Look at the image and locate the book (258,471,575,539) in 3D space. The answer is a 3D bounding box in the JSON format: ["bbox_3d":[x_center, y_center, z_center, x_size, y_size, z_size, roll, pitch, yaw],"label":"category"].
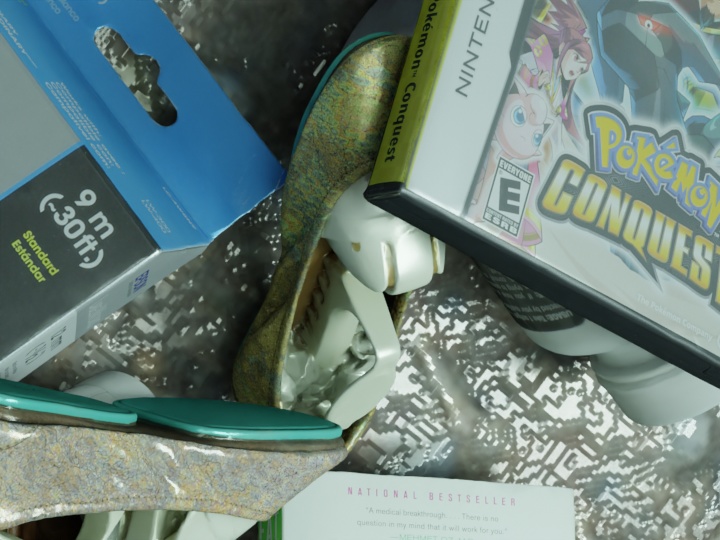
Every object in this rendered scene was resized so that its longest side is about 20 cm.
[{"bbox_3d":[0.021,0.185,1.191,0.133,0.048,0.201,6,74,-26],"label":"book"}]

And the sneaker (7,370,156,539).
[{"bbox_3d":[-0.103,0.146,1.149,0.085,0.073,0.201,-27,107,-46],"label":"sneaker"}]

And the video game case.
[{"bbox_3d":[0.106,-0.071,1.122,0.200,0.025,0.181,27,70,-32],"label":"video game case"}]

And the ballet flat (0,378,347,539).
[{"bbox_3d":[-0.087,0.078,1.082,0.200,0.068,0.068,9,96,-44],"label":"ballet flat"}]

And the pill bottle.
[{"bbox_3d":[0.089,-0.037,1.192,0.111,0.111,0.200,-40,111,-11],"label":"pill bottle"}]

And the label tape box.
[{"bbox_3d":[-0.144,-0.038,1.095,0.200,0.066,0.143,-36,83,-11],"label":"label tape box"}]

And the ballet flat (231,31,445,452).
[{"bbox_3d":[0.000,0.000,1.135,0.070,0.071,0.200,0,135,-22],"label":"ballet flat"}]

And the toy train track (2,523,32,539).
[{"bbox_3d":[-0.147,0.117,1.163,0.115,0.032,0.201,-31,120,-48],"label":"toy train track"}]
